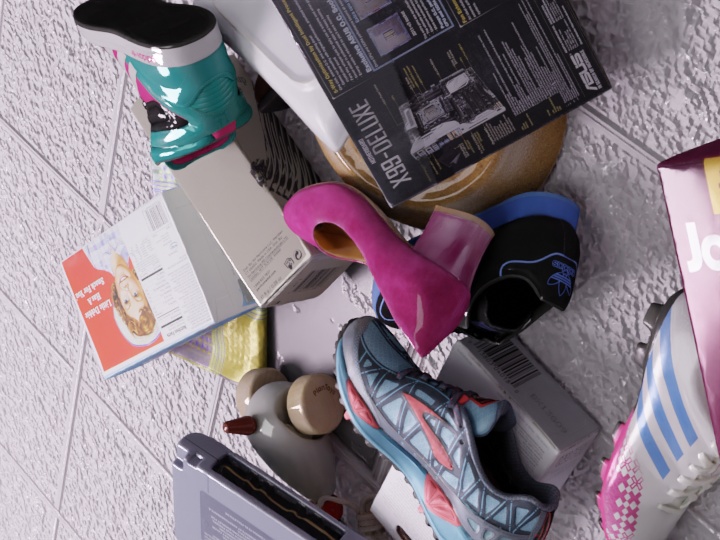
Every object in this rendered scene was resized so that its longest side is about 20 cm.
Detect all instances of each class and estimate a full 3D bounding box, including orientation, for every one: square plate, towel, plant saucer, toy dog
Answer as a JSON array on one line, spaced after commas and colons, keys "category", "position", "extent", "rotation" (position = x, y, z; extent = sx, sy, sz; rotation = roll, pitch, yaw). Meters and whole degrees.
[{"category": "square plate", "position": [-0.030, -0.214, 1.001], "extent": [0.200, 0.028, 0.199], "rotation": [46, 116, 37]}, {"category": "towel", "position": [-0.132, -0.001, 1.309], "extent": [0.143, 0.023, 0.202], "rotation": [24, 122, 42]}, {"category": "plant saucer", "position": [0.040, -0.116, 1.009], "extent": [0.198, 0.035, 0.202], "rotation": [11, 115, 25]}, {"category": "toy dog", "position": [-0.058, 0.174, 1.239], "extent": [0.132, 0.096, 0.201], "rotation": [-37, 77, 49]}]

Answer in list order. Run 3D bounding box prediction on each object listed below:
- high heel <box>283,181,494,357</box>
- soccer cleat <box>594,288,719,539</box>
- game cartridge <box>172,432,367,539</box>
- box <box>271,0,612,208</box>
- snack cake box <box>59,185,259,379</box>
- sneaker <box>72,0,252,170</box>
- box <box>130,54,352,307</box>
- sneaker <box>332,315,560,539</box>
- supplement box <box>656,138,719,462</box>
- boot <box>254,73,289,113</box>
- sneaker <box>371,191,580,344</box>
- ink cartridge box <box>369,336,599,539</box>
[{"category": "high heel", "position": [0.000, 0.000, 1.022], "extent": [0.199, 0.097, 0.067], "rotation": [14, 159, 43]}, {"category": "soccer cleat", "position": [0.203, 0.109, 0.937], "extent": [0.086, 0.069, 0.202], "rotation": [31, 126, 37]}, {"category": "game cartridge", "position": [-0.069, 0.226, 1.214], "extent": [0.199, 0.040, 0.134], "rotation": [30, 134, 25]}, {"category": "box", "position": [0.039, -0.162, 0.916], "extent": [0.157, 0.050, 0.201], "rotation": [-28, 107, 12]}, {"category": "snack cake box", "position": [-0.169, 0.008, 1.287], "extent": [0.199, 0.067, 0.116], "rotation": [-25, 88, 50]}, {"category": "sneaker", "position": [-0.141, -0.139, 1.112], "extent": [0.200, 0.083, 0.122], "rotation": [35, 148, 55]}, {"category": "box", "position": [-0.088, -0.072, 1.173], "extent": [0.068, 0.082, 0.201], "rotation": [-43, 73, 29]}, {"category": "sneaker", "position": [0.064, 0.103, 1.027], "extent": [0.095, 0.079, 0.201], "rotation": [-44, 78, 34]}, {"category": "supplement box", "position": [0.258, 0.021, 0.814], "extent": [0.130, 0.103, 0.202], "rotation": [-6, 100, 51]}, {"category": "boot", "position": [-0.064, -0.239, 1.099], "extent": [0.201, 0.068, 0.189], "rotation": [56, 139, 17]}, {"category": "sneaker", "position": [0.071, 0.016, 1.029], "extent": [0.199, 0.070, 0.079], "rotation": [-30, 44, 49]}, {"category": "ink cartridge box", "position": [0.085, 0.146, 1.104], "extent": [0.109, 0.050, 0.201], "rotation": [48, 136, 24]}]
